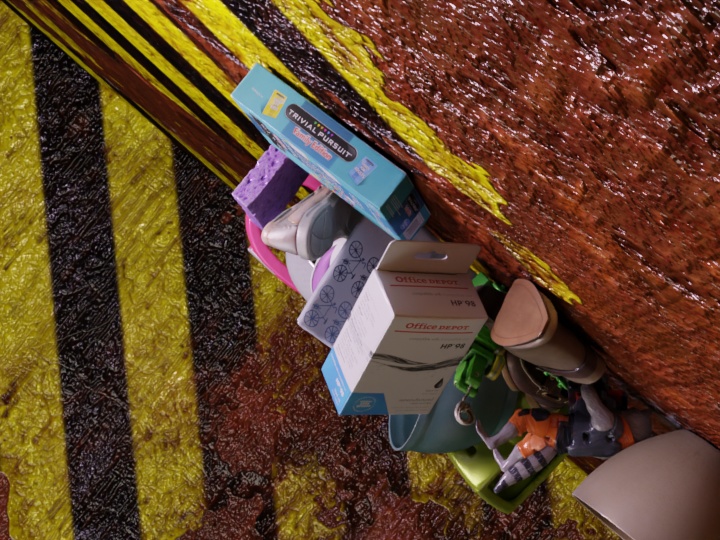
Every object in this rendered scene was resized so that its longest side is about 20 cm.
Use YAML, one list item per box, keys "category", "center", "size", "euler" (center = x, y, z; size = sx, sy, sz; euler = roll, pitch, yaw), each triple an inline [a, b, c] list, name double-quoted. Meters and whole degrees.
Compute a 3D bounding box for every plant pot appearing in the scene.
- category: "plant pot"
  center: [0.349, 0.254, 1.551]
  size: [0.200, 0.135, 0.200]
  euler: [39, 177, 2]
- category: "plant pot"
  center: [0.129, 0.149, 1.862]
  size: [0.133, 0.203, 0.200]
  euler: [13, -179, -11]
- category: "plant pot"
  center: [0.195, 0.202, 2.021]
  size: [0.181, 0.200, 0.199]
  euler: [43, 179, 26]

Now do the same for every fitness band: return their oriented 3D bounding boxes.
- category: "fitness band"
  center: [-0.070, -0.049, 1.952]
  size: [0.200, 0.144, 0.037]
  euler: [41, 174, -23]

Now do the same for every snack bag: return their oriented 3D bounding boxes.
- category: "snack bag"
  center: [0.045, 0.040, 1.599]
  size: [0.200, 0.190, 0.021]
  euler: [41, 160, -23]

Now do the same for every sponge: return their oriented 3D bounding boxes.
- category: "sponge"
  center: [-0.105, -0.113, 1.785]
  size: [0.030, 0.112, 0.200]
  euler: [36, 176, 6]

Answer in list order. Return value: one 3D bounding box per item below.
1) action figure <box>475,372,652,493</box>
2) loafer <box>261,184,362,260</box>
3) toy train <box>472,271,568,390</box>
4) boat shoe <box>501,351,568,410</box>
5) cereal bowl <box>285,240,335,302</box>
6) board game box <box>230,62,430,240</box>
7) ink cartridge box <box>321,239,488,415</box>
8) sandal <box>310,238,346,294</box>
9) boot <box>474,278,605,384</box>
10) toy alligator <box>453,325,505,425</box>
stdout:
- category: "action figure"
  center: [0.244, 0.200, 1.635]
  size: [0.201, 0.191, 0.106]
  euler: [63, -162, -50]
- category: "loafer"
  center: [-0.044, -0.064, 1.576]
  size: [0.062, 0.073, 0.200]
  euler: [7, -161, 20]
- category: "toy train"
  center: [0.192, 0.071, 1.651]
  size: [0.200, 0.042, 0.056]
  euler: [42, -175, -32]
- category: "boat shoe"
  center: [0.229, 0.126, 1.798]
  size: [0.070, 0.071, 0.200]
  euler: [-5, 160, 23]
- category: "cereal bowl"
  center: [-0.015, 0.010, 1.878]
  size: [0.198, 0.084, 0.201]
  euler: [24, -148, -16]
- category: "board game box"
  center: [-0.027, -0.117, 1.468]
  size: [0.199, 0.047, 0.151]
  euler: [38, 177, 17]
- category: "ink cartridge box"
  center: [0.051, 0.063, 1.479]
  size: [0.115, 0.201, 0.067]
  euler: [2, -134, -27]
- category: "sandal"
  center: [-0.005, -0.006, 1.708]
  size: [0.083, 0.050, 0.202]
  euler: [50, 132, 1]
- category: "boot"
  center: [0.197, 0.072, 1.478]
  size: [0.146, 0.071, 0.200]
  euler: [34, 180, -21]
- category: "toy alligator"
  center: [0.131, 0.114, 1.672]
  size: [0.059, 0.201, 0.054]
  euler: [29, 137, -8]
